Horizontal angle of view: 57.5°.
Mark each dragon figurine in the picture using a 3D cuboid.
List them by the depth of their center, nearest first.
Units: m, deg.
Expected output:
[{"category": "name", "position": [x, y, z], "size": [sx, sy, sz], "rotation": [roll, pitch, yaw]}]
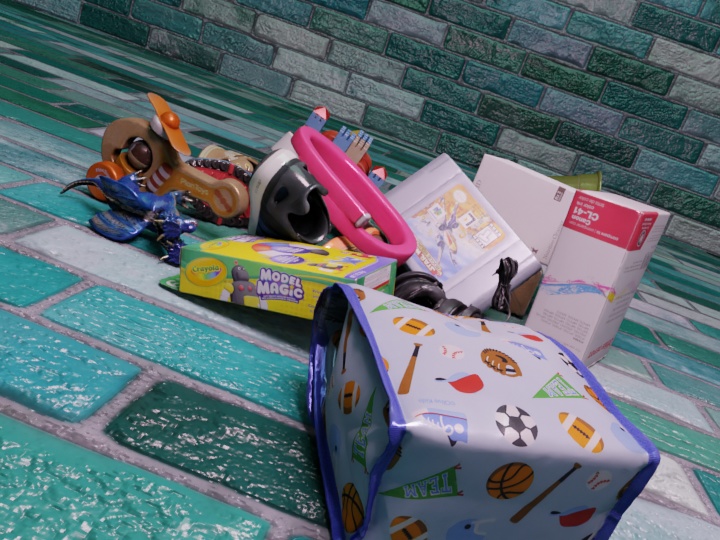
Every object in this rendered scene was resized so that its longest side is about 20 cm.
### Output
[{"category": "dragon figurine", "position": [-0.246, -0.067, 0.693], "size": [0.200, 0.059, 0.099], "rotation": [23, 17, 6]}]

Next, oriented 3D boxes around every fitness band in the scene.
[{"category": "fitness band", "position": [-0.010, -0.088, 0.765], "size": [0.200, 0.037, 0.144], "rotation": [51, 20, 13]}]

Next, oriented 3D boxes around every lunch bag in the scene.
[{"category": "lunch bag", "position": [0.058, 0.088, 0.440], "size": [0.170, 0.124, 0.200], "rotation": [13, 26, -19]}]

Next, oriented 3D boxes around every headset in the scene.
[{"category": "headset", "position": [0.080, 0.036, 0.671], "size": [0.200, 0.094, 0.123], "rotation": [-6, 29, -32]}]

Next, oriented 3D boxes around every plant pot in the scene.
[{"category": "plant pot", "position": [0.456, -0.153, 1.567], "size": [0.189, 0.201, 0.200], "rotation": [11, 15, 12]}]

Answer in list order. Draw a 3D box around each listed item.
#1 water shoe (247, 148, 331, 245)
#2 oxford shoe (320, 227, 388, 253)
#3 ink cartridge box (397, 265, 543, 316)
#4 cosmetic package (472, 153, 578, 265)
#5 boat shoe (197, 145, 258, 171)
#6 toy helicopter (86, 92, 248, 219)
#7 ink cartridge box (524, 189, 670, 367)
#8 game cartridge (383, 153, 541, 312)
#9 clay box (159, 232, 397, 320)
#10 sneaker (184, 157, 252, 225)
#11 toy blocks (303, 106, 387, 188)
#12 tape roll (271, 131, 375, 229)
[{"category": "water shoe", "position": [-0.074, -0.046, 0.702], "size": [0.079, 0.071, 0.200], "rotation": [41, -18, 14]}, {"category": "oxford shoe", "position": [0.000, 0.000, 0.777], "size": [0.073, 0.071, 0.200], "rotation": [48, 22, 8]}, {"category": "ink cartridge box", "position": [0.158, -0.020, 0.967], "size": [0.200, 0.075, 0.165], "rotation": [21, 15, 7]}, {"category": "cosmetic package", "position": [0.255, -0.082, 0.954], "size": [0.200, 0.113, 0.081], "rotation": [30, 18, 33]}, {"category": "boat shoe", "position": [-0.190, -0.144, 0.972], "size": [0.066, 0.074, 0.200], "rotation": [15, 16, 5]}, {"category": "toy helicopter", "position": [-0.218, -0.123, 0.774], "size": [0.200, 0.133, 0.079], "rotation": [25, 19, 12]}, {"category": "ink cartridge box", "position": [0.286, 0.009, 0.802], "size": [0.086, 0.200, 0.147], "rotation": [28, 19, 30]}, {"category": "game cartridge", "position": [0.112, -0.040, 0.824], "size": [0.200, 0.133, 0.042], "rotation": [53, -8, 21]}, {"category": "clay box", "position": [-0.078, 0.002, 0.621], "size": [0.199, 0.048, 0.115], "rotation": [11, 13, 18]}, {"category": "sneaker", "position": [-0.159, -0.099, 0.887], "size": [0.200, 0.079, 0.095], "rotation": [20, 8, -35]}, {"category": "toy blocks", "position": [-0.035, -0.171, 1.044], "size": [0.200, 0.137, 0.100], "rotation": [35, 31, -7]}, {"category": "tape roll", "position": [-0.044, -0.107, 0.916], "size": [0.203, 0.037, 0.203], "rotation": [48, 4, -5]}]
